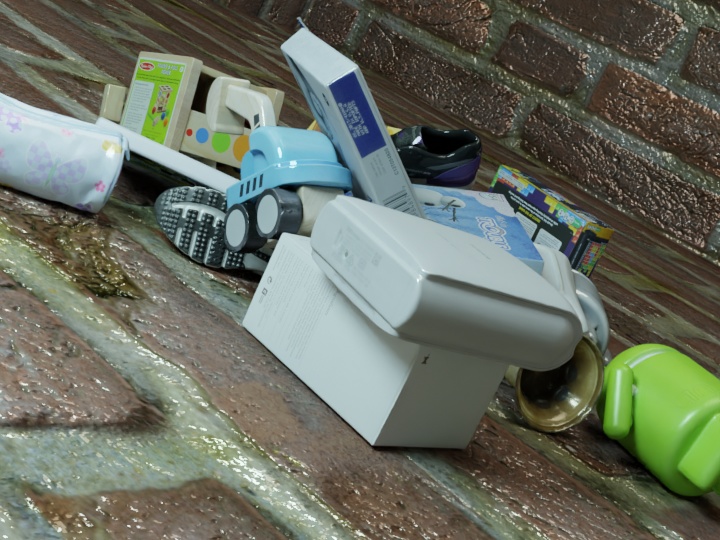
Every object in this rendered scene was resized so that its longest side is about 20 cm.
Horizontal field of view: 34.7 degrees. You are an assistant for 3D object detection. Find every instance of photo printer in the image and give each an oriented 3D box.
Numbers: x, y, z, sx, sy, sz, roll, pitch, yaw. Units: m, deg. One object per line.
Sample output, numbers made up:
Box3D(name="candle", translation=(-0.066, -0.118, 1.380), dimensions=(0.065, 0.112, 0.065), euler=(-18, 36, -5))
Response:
Box3D(name="photo printer", translation=(0.077, 0.013, 0.950), dimensions=(0.200, 0.069, 0.166), euler=(15, 17, -35))

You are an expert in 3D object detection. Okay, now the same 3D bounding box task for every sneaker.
Box3D(name="sneaker", translation=(0.040, -0.138, 1.323), dimensions=(0.200, 0.088, 0.076), euler=(-3, 61, -6))
Box3D(name="sneaker", translation=(-0.123, -0.030, 1.194), dimensions=(0.200, 0.074, 0.080), euler=(23, -3, -20))

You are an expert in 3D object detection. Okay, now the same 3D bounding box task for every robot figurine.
Box3D(name="robot figurine", translation=(0.231, 0.060, 1.353), dimensions=(0.170, 0.113, 0.200), euler=(45, 14, -5))
Box3D(name="robot figurine", translation=(0.321, 0.150, 1.179), dimensions=(0.175, 0.116, 0.200), euler=(24, 13, -33))

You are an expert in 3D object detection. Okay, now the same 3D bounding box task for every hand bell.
Box3D(name="hand bell", translation=(0.158, 0.091, 1.224), dimensions=(0.104, 0.104, 0.200), euler=(18, 4, -27))

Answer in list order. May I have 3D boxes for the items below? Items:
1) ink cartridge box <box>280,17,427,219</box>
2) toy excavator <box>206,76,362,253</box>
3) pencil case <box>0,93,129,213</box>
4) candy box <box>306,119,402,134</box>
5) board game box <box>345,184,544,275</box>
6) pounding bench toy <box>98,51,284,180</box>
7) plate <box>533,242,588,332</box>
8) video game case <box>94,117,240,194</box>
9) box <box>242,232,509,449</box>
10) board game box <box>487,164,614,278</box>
Box3D(name="ink cartridge box", translation=(-0.012, -0.134, 1.126), dimensions=(0.200, 0.041, 0.200), euler=(63, -5, -30))
Box3D(name="toy excavator", translation=(-0.085, -0.112, 1.131), dimensions=(0.100, 0.200, 0.194), euler=(4, -12, -34))
Box3D(name="pencil case", translation=(-0.327, -0.125, 1.110), dimensions=(0.200, 0.091, 0.083), euler=(21, 15, -20))
Box3D(name="candy box", translation=(-0.035, -0.120, 1.434), dimensions=(0.117, 0.057, 0.200), euler=(14, 38, 16))
Box3D(name="board game box", translation=(0.076, -0.042, 1.234), dimensions=(0.199, 0.043, 0.200), euler=(7, 22, -9))
Box3D(name="pounding bench toy", translation=(-0.215, -0.189, 1.440), dimensions=(0.156, 0.124, 0.200), euler=(14, 2, -43))
Box3D(name="plate", translation=(0.141, 0.002, 1.252), dimensions=(0.199, 0.032, 0.200), euler=(8, 23, 0))
Box3D(name="video game case", translation=(-0.189, -0.102, 1.275), dimensions=(0.200, 0.022, 0.182), euler=(25, -6, -2))
Box3D(name="box", translation=(0.011, 0.061, 1.010), dimensions=(0.124, 0.098, 0.200), euler=(11, 20, -45))
Box3D(name="board game box", translation=(0.226, -0.027, 1.544), dimensions=(0.057, 0.165, 0.200), euler=(12, 20, -35))
